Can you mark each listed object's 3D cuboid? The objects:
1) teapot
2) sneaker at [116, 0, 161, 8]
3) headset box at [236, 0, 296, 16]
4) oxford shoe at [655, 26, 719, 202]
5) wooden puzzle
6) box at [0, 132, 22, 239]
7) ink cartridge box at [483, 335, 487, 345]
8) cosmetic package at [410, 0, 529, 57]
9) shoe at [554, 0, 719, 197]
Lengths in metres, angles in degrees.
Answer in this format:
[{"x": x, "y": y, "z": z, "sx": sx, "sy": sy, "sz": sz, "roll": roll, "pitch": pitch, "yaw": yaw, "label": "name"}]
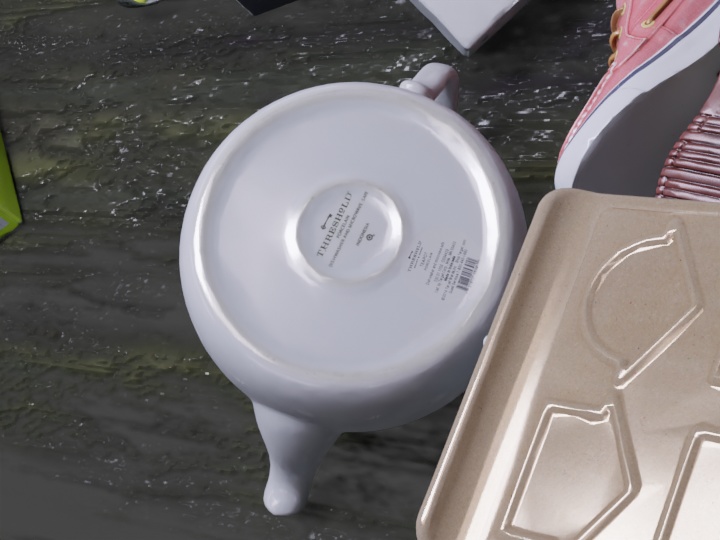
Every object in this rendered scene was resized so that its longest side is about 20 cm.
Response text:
[{"x": 0.000, "y": 0.000, "z": 0.855, "sx": 0.200, "sy": 0.146, "sz": 0.198, "roll": -24, "pitch": 71, "yaw": -4, "label": "teapot"}, {"x": -0.149, "y": -0.298, "z": 1.219, "sx": 0.078, "sy": 0.090, "sz": 0.200, "roll": 12, "pitch": 70, "yaw": 41, "label": "sneaker"}, {"x": -0.024, "y": -0.295, "z": 1.114, "sx": 0.174, "sy": 0.093, "sz": 0.200, "roll": -13, "pitch": 54, "yaw": 33, "label": "headset box"}, {"x": 0.206, "y": -0.064, "z": 0.789, "sx": 0.070, "sy": 0.075, "sz": 0.200, "roll": 23, "pitch": 95, "yaw": 33, "label": "oxford shoe"}, {"x": 0.141, "y": 0.060, "z": 0.644, "sx": 0.200, "sy": 0.046, "sz": 0.186, "roll": 10, "pitch": 69, "yaw": 36, "label": "wooden puzzle"}, {"x": -0.342, "y": -0.076, "z": 1.249, "sx": 0.122, "sy": 0.048, "sz": 0.200, "roll": -36, "pitch": 45, "yaw": 12, "label": "box"}, {"x": 0.167, "y": 0.069, "z": 0.706, "sx": 0.200, "sy": 0.084, "sz": 0.145, "roll": -25, "pitch": 48, "yaw": 24, "label": "ink cartridge box"}, {"x": 0.032, "y": -0.236, "z": 0.960, "sx": 0.102, "sy": 0.200, "sz": 0.074, "roll": -43, "pitch": -1, "yaw": 5, "label": "cosmetic package"}, {"x": 0.164, "y": -0.117, "z": 0.856, "sx": 0.200, "sy": 0.071, "sz": 0.091, "roll": -45, "pitch": 41, "yaw": -4, "label": "shoe"}]
